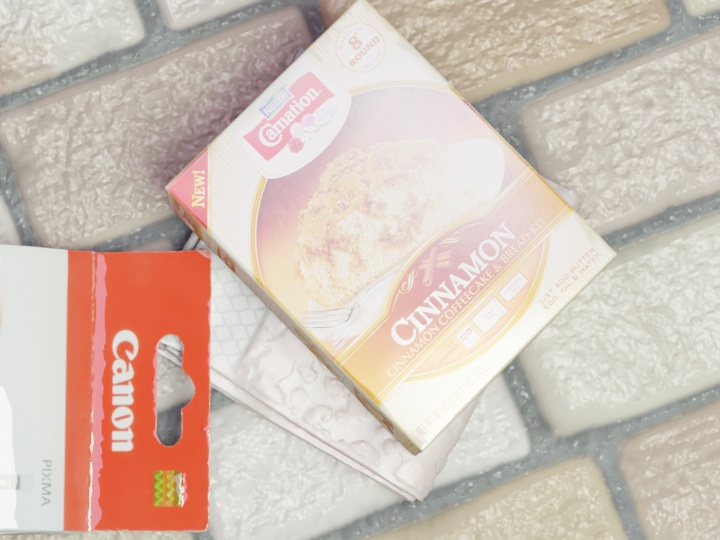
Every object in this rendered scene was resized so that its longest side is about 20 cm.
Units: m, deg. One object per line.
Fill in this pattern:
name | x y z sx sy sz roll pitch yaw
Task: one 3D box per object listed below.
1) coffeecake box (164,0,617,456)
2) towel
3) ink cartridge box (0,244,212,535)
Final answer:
coffeecake box | 0.015 -0.023 1.586 0.154 0.073 0.200 -45 87 -6
towel | 0.000 0.000 1.635 0.190 0.032 0.201 29 83 -1
ink cartridge box | -0.184 0.066 1.589 0.199 0.050 0.163 -1 83 8
